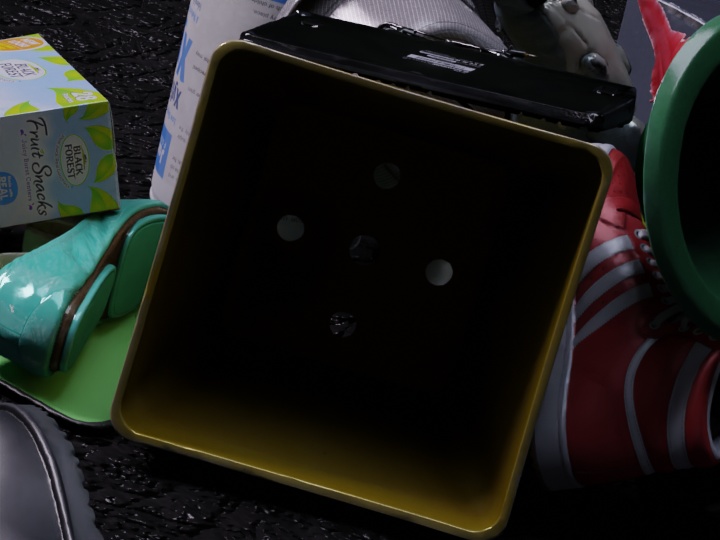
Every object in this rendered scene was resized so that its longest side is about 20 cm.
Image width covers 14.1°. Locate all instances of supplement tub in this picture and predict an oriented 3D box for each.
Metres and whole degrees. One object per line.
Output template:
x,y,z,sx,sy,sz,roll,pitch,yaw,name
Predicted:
-0.045,-0.106,1.711,0.132,0.201,0.132,13,19,-5,supplement tub

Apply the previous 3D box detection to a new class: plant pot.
0.000,0.000,1.481,0.199,0.201,0.176,16,7,-2,plant pot

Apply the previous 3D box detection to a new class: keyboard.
0.043,-0.090,1.464,0.200,0.040,0.104,16,20,22,keyboard

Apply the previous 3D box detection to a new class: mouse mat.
-0.140,0.035,1.547,0.161,0.008,0.200,26,23,30,mouse mat

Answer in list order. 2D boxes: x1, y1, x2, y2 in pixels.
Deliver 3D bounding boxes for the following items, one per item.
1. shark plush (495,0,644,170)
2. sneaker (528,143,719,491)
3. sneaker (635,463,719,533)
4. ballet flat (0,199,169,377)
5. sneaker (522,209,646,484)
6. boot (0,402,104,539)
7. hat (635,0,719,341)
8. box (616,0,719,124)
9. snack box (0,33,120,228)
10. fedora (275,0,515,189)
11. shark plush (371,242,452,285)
0.096,-0.101,1.548,0.200,0.083,0.091,51,19,-59,shark plush
0.152,0.019,1.481,0.112,0.071,0.200,-5,56,22,sneaker
0.183,0.080,1.542,0.111,0.077,0.200,14,24,-30,sneaker
-0.152,-0.003,1.527,0.070,0.068,0.200,22,21,7,ballet flat
0.134,0.049,1.572,0.075,0.077,0.200,7,43,24,sneaker
-0.195,0.111,1.191,0.168,0.077,0.200,9,26,-27,boot
0.149,-0.052,1.479,0.200,0.166,0.176,-17,13,-41,hat
0.249,-0.056,1.780,0.196,0.201,0.124,1,21,-34,box
-0.246,-0.067,1.565,0.199,0.068,0.169,-9,19,-18,snack box
0.034,-0.092,1.628,0.090,0.177,0.200,34,-12,41,fedora
0.054,0.022,1.687,0.083,0.091,0.200,31,-7,-29,shark plush
